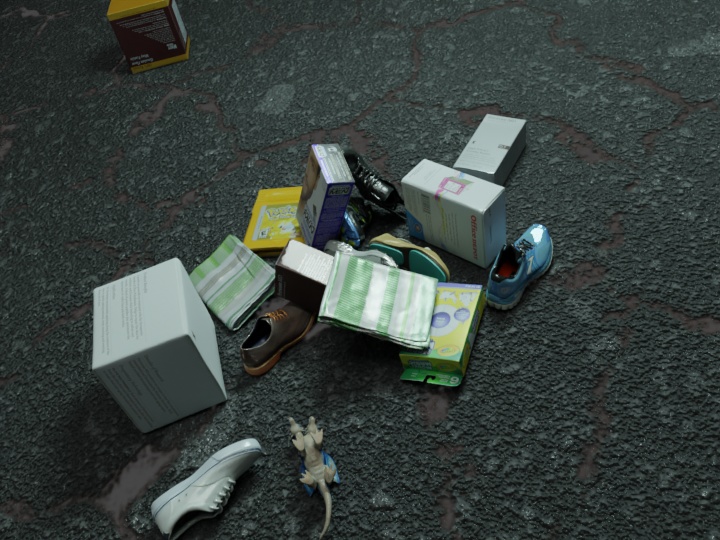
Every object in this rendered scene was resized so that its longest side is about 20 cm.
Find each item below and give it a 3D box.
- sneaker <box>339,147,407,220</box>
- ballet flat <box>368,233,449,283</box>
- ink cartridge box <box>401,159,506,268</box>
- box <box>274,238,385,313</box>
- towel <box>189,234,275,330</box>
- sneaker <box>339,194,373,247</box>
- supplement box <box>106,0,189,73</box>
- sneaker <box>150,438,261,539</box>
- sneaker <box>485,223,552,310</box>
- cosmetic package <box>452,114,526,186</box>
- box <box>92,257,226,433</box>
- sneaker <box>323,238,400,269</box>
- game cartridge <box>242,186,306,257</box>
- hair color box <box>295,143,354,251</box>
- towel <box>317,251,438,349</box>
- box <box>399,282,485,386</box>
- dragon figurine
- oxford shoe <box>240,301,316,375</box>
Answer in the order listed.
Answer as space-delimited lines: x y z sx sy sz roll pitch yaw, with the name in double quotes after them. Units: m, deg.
0.029 -0.181 1.413 0.103 0.200 0.061 30 80 41 "sneaker"
0.105 -0.031 1.340 0.197 0.070 0.063 25 43 32 "ballet flat"
0.187 -0.114 1.337 0.198 0.147 0.084 28 57 35 "ink cartridge box"
-0.060 0.029 1.256 0.196 0.101 0.076 23 54 9 "box"
-0.266 0.019 1.396 0.149 0.031 0.199 -45 52 -11 "towel"
-0.010 -0.115 1.430 0.080 0.072 0.201 -2 28 -4 "sneaker"
-0.676 -0.778 2.172 0.192 0.203 0.135 -13 44 2 "supplement box"
-0.234 0.350 1.070 0.198 0.073 0.071 -37 57 -8 "sneaker"
0.300 -0.021 1.255 0.077 0.091 0.201 20 55 31 "sneaker"
0.290 -0.257 1.499 0.100 0.075 0.202 15 53 26 "cosmetic package"
-0.359 0.133 1.212 0.168 0.202 0.201 -21 44 -3 "box"
0.000 0.000 1.340 0.197 0.074 0.080 13 61 33 "sneaker"
-0.167 -0.114 1.515 0.172 0.033 0.203 -3 48 12 "game cartridge"
-0.076 -0.143 1.369 0.063 0.202 0.111 -6 52 -24 "hair color box"
0.034 0.050 1.183 0.195 0.024 0.155 15 54 -1 "towel"
0.144 0.110 1.198 0.115 0.049 0.203 2 49 26 "box"
-0.067 0.312 1.058 0.058 0.100 0.203 -20 64 -7 "dragon figurine"
-0.150 0.103 1.272 0.070 0.074 0.201 19 54 30 "oxford shoe"
